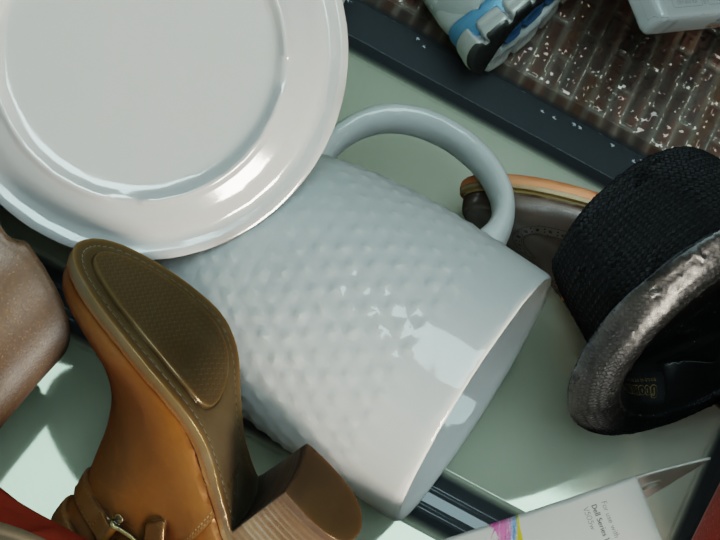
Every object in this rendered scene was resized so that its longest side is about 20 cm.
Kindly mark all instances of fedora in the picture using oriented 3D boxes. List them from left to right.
[{"bbox_3d":[0.168,-0.005,1.024,0.200,0.201,0.092,-28,62,-17],"label":"fedora"}]

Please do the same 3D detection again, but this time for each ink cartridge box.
[{"bbox_3d":[0.085,0.162,1.026,0.199,0.117,0.068,-16,76,-15],"label":"ink cartridge box"}]

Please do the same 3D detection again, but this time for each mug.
[{"bbox_3d":[0.000,0.000,1.044,0.175,0.148,0.200,32,67,10],"label":"mug"}]

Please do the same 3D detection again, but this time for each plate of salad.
[{"bbox_3d":[-0.106,-0.106,0.974,0.199,0.048,0.201,0,98,-3],"label":"plate of salad"}]

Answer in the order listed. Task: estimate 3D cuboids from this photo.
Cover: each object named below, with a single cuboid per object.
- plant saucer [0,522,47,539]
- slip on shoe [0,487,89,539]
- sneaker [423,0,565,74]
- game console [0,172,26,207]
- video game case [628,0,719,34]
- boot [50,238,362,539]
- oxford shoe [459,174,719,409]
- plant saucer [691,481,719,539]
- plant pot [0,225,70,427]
[{"bbox_3d":[-0.194,0.197,0.884,0.199,0.029,0.201,-7,119,-13],"label":"plant saucer"},{"bbox_3d":[-0.124,0.152,0.939,0.061,0.074,0.200,-36,115,20],"label":"slip on shoe"},{"bbox_3d":[0.110,-0.205,1.166,0.200,0.075,0.087,-38,75,-21],"label":"sneaker"},{"bbox_3d":[-0.215,-0.131,1.058,0.199,0.172,0.119,29,97,-1],"label":"game console"},{"bbox_3d":[0.190,-0.231,1.140,0.181,0.023,0.201,-10,73,-37],"label":"video game case"},{"bbox_3d":[-0.113,0.096,0.984,0.200,0.155,0.074,52,30,-3],"label":"boot"},{"bbox_3d":[0.138,0.010,1.107,0.199,0.071,0.073,26,75,-3],"label":"oxford shoe"},{"bbox_3d":[0.229,0.121,1.047,0.037,0.200,0.200,19,68,31],"label":"plant saucer"},{"bbox_3d":[-0.259,0.050,0.964,0.200,0.200,0.198,41,63,3],"label":"plant pot"}]
